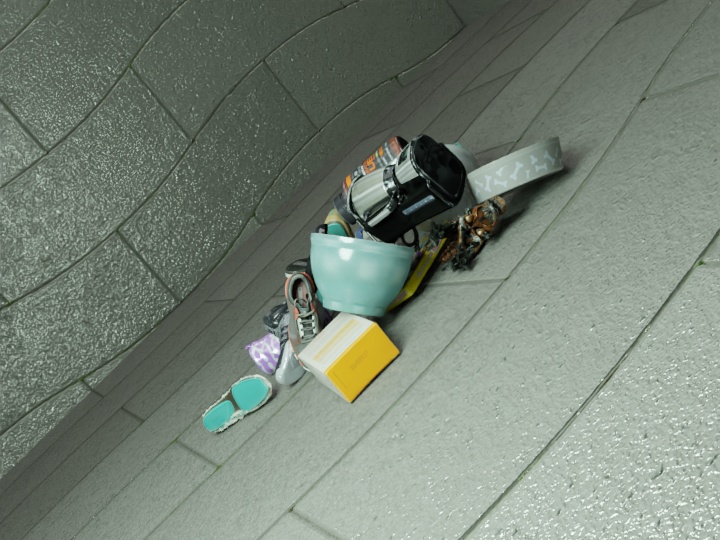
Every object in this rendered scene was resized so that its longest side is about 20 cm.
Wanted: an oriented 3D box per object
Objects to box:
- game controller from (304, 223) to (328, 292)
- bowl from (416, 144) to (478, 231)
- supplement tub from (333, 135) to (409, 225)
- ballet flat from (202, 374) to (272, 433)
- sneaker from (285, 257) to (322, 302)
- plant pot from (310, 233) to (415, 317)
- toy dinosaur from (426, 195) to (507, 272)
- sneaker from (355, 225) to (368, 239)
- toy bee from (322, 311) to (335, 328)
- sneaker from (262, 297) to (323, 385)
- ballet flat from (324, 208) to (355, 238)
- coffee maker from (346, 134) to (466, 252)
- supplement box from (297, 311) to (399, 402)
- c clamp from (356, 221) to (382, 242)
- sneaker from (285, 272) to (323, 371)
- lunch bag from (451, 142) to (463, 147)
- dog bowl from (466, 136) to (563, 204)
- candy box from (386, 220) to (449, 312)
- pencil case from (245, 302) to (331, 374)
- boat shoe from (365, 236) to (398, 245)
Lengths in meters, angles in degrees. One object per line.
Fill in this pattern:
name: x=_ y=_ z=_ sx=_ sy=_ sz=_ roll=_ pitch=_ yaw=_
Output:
game controller: x=-0.087 y=-0.023 z=1.729 sx=0.200 sy=0.041 sz=0.106 roll=116 pitch=170 yaw=-73
bowl: x=0.170 y=-0.149 z=1.729 sx=0.200 sy=0.201 sz=0.091 roll=-38 pitch=45 yaw=11
supplement tub: x=0.036 y=-0.184 z=1.783 sx=0.199 sy=0.107 sz=0.107 roll=-39 pitch=14 yaw=19
ballet flat: x=-0.251 y=0.270 z=1.758 sx=0.199 sy=0.072 sz=0.072 roll=-34 pitch=16 yaw=26
sneaker: x=-0.090 y=0.030 z=1.905 sx=0.083 sy=0.123 sz=0.198 roll=13 pitch=21 yaw=42
plant pot: x=-0.005 y=0.011 z=1.566 sx=0.200 sy=0.197 sz=0.137 roll=-171 pitch=90 yaw=-71
toy dinosaur: x=0.200 y=-0.061 z=1.562 sx=0.135 sy=0.102 sz=0.202 roll=-33 pitch=-31 yaw=-35
sneaker: x=0.080 y=-0.129 z=2.063 sx=0.200 sy=0.080 sz=0.115 roll=-51 pitch=20 yaw=-11
toy bee: x=-0.023 y=0.029 z=1.783 sx=0.107 sy=0.204 sz=0.131 roll=-1 pitch=15 yaw=5
sneaker: x=-0.155 y=0.144 z=1.740 sx=0.112 sy=0.076 sz=0.202 roll=2 pitch=53 yaw=30
ballet flat: x=-0.024 y=-0.052 z=1.860 sx=0.067 sy=0.202 sz=0.064 roll=-11 pitch=39 yaw=13
coffee maker: x=0.103 y=-0.144 z=1.586 sx=0.199 sy=0.190 sz=0.137 roll=-26 pitch=57 yaw=44
supplement box: x=-0.025 y=0.150 z=1.506 sx=0.126 sy=0.074 sz=0.200 roll=-44 pitch=15 yaw=-10
c clamp: x=0.000 y=0.000 z=1.706 sx=0.200 sy=0.170 sz=0.027 roll=-40 pitch=-14 yaw=-42
sneaker: x=-0.111 y=0.099 z=1.638 sx=0.076 sy=0.203 sz=0.082 roll=-15 pitch=-9 yaw=-4
lunch bag: x=0.160 y=-0.184 z=1.885 sx=0.199 sy=0.123 sz=0.170 roll=-37 pitch=3 yaw=2
dog bowl: x=0.290 y=-0.183 z=1.577 sx=0.197 sy=0.060 sz=0.200 roll=-22 pitch=-1 yaw=-1
candy box: x=0.112 y=-0.009 z=1.666 sx=0.201 sy=0.026 sz=0.102 roll=-56 pitch=7 yaw=-36
pencil case: x=-0.151 y=0.140 z=1.836 sx=0.199 sy=0.086 sz=0.084 roll=-40 pitch=12 yaw=8
boat shoe: x=0.058 y=-0.045 z=1.891 sx=0.073 sy=0.061 sz=0.200 roll=-22 pitch=15 yaw=-4
